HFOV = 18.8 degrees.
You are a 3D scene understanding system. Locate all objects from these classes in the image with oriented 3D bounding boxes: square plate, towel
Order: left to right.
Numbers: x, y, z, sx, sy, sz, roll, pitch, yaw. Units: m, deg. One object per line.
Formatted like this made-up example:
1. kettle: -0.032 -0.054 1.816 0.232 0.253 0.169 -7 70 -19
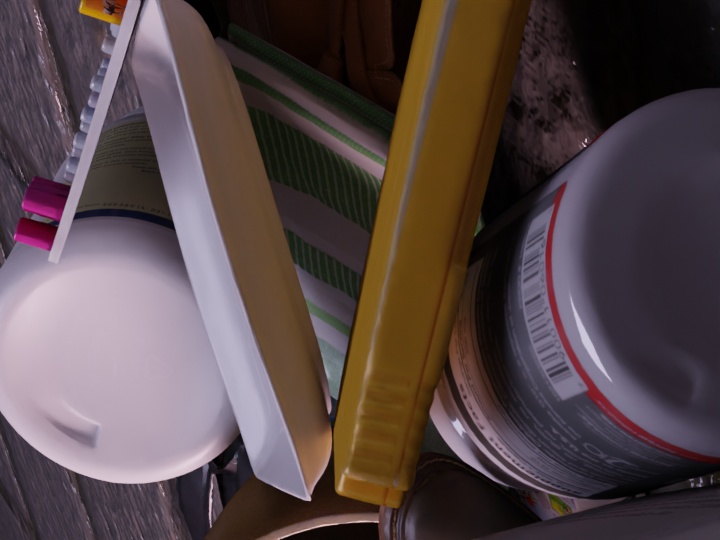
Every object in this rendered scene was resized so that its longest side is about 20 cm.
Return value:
1. square plate: -0.053 -0.009 0.896 0.198 0.028 0.201 163 90 -81
2. towel: 0.000 0.000 0.952 0.152 0.023 0.201 31 145 32

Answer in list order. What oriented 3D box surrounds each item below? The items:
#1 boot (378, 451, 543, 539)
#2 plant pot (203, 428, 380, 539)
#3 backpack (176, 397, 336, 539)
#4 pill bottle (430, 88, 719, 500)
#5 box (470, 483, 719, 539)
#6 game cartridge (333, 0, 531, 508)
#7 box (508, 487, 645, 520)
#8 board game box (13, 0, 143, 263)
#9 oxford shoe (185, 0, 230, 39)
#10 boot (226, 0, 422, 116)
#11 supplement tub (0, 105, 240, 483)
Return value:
1. boot: 0.087 0.145 0.795 0.097 0.075 0.200 10 143 52
2. plant pot: -0.005 0.157 1.015 0.200 0.185 0.187 -100 -8 -71
3. backpack: -0.019 0.135 1.206 0.167 0.126 0.201 36 148 47
4. pill bottle: 0.091 0.018 0.740 0.114 0.113 0.200 64 163 4
5. box: 0.094 0.171 0.649 0.199 0.130 0.201 151 105 -71
6. game cartridge: 0.025 -0.029 0.758 0.176 0.032 0.201 -95 16 -84
7. box: 0.070 0.082 1.023 0.200 0.035 0.111 33 144 60
8. board game box: -0.106 -0.136 0.983 0.200 0.026 0.201 117 168 -51
9. oxford shoe: -0.075 -0.126 1.091 0.073 0.084 0.200 58 163 15
10. boot: 0.014 -0.054 0.952 0.154 0.074 0.201 12 131 61
11. supplement tub: -0.108 0.003 1.144 0.200 0.144 0.146 -74 -30 -62
